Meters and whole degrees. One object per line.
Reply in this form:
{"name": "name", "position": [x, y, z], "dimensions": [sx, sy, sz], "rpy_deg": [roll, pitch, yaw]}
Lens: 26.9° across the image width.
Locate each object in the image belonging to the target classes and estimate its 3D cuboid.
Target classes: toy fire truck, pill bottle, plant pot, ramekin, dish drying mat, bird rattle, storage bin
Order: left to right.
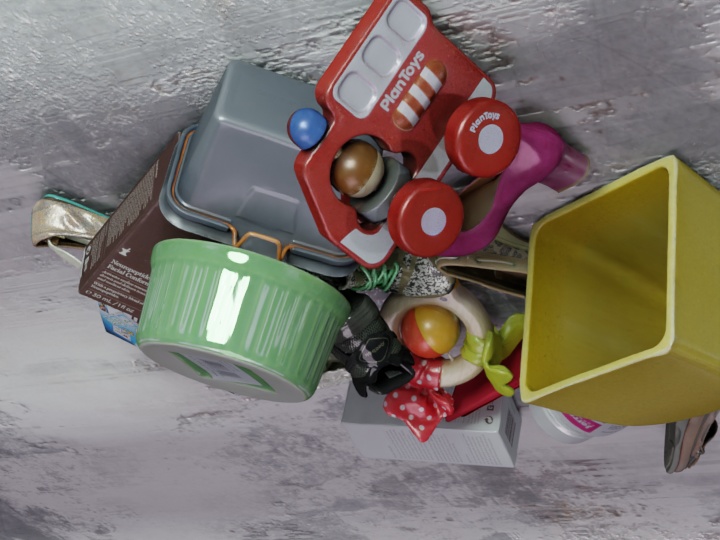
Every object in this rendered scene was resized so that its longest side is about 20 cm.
{"name": "ramekin", "position": [-0.117, 0.053, 1.435], "dimensions": [0.199, 0.098, 0.200], "rpy_deg": [15, 164, 4]}
{"name": "storage bin", "position": [-0.072, -0.095, 1.382], "dimensions": [0.199, 0.146, 0.135], "rpy_deg": [18, 140, -8]}
{"name": "toy fire truck", "position": [0.023, -0.113, 1.257], "dimensions": [0.168, 0.200, 0.112], "rpy_deg": [38, 176, -31]}
{"name": "bird rattle", "position": [0.087, 0.081, 1.641], "dimensions": [0.199, 0.113, 0.163], "rpy_deg": [-23, 108, 37]}
{"name": "dish drying mat", "position": [0.162, 0.112, 1.682], "dimensions": [0.018, 0.077, 0.200], "rpy_deg": [31, 146, -15]}
{"name": "pill bottle", "position": [0.267, 0.110, 1.600], "dimensions": [0.113, 0.114, 0.200], "rpy_deg": [21, 149, -14]}
{"name": "plant pot", "position": [0.292, 0.043, 1.416], "dimensions": [0.199, 0.195, 0.195], "rpy_deg": [23, 149, -29]}

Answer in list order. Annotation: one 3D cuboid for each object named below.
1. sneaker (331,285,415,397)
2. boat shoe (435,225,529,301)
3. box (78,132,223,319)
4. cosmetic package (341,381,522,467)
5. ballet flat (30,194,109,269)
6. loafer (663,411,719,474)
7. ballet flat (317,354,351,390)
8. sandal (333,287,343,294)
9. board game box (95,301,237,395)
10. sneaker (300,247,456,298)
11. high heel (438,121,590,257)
{"name": "sneaker", "position": [-0.007, 0.076, 1.600], "dimensions": [0.115, 0.076, 0.199], "rpy_deg": [59, 169, -13]}
{"name": "boat shoe", "position": [0.163, 0.007, 1.519], "dimensions": [0.199, 0.063, 0.073], "rpy_deg": [21, 148, -15]}
{"name": "box", "position": [-0.194, -0.037, 1.523], "dimensions": [0.100, 0.075, 0.200], "rpy_deg": [25, 129, -25]}
{"name": "cosmetic package", "position": [0.088, 0.183, 1.837], "dimensions": [0.199, 0.072, 0.102], "rpy_deg": [1, 148, 19]}
{"name": "ballet flat", "position": [-0.264, -0.022, 1.634], "dimensions": [0.199, 0.068, 0.068], "rpy_deg": [15, 157, -4]}
{"name": "loafer", "position": [0.384, 0.176, 1.717], "dimensions": [0.062, 0.072, 0.200], "rpy_deg": [1, 146, 6]}
{"name": "ballet flat", "position": [-0.020, 0.093, 1.738], "dimensions": [0.199, 0.072, 0.072], "rpy_deg": [-9, 144, 19]}
{"name": "sandal", "position": [-0.074, 0.021, 1.566], "dimensions": [0.075, 0.048, 0.200], "rpy_deg": [22, -178, -15]}
{"name": "board game box", "position": [-0.216, 0.056, 1.696], "dimensions": [0.199, 0.035, 0.127], "rpy_deg": [23, 145, 24]}
{"name": "sneaker", "position": [0.000, 0.000, 1.528], "dimensions": [0.199, 0.089, 0.077], "rpy_deg": [16, 128, -7]}
{"name": "high heel", "position": [0.109, -0.078, 1.393], "dimensions": [0.096, 0.068, 0.200], "rpy_deg": [25, 134, -39]}
